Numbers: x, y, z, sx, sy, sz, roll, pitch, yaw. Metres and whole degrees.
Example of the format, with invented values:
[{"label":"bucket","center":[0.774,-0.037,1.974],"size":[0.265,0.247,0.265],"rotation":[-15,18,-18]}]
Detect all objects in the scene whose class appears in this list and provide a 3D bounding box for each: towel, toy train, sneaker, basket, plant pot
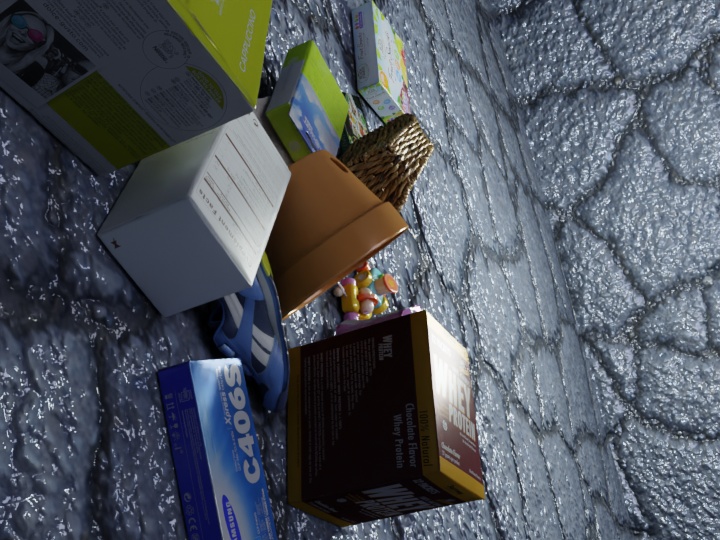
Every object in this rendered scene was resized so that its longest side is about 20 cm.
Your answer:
[{"label":"towel","center":[-0.106,-0.177,1.217],"size":[0.135,0.034,0.200],"rotation":[69,23,-7]},{"label":"toy train","center":[0.000,0.000,1.309],"size":[0.199,0.055,0.153],"rotation":[-7,81,-66]},{"label":"sneaker","center":[-0.125,0.071,0.968],"size":[0.074,0.081,0.203],"rotation":[-122,-159,-63]},{"label":"basket","center":[0.057,-0.143,1.351],"size":[0.151,0.141,0.200],"rotation":[61,22,-14]},{"label":"plant pot","center":[-0.058,-0.052,1.066],"size":[0.141,0.199,0.200],"rotation":[55,24,0]}]

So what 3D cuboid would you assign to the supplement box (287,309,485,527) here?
[{"label":"supplement box","center":[0.027,0.185,1.058],"size":[0.133,0.197,0.200],"rotation":[41,38,-50]}]

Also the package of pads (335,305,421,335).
[{"label":"package of pads","center":[0.047,0.157,1.210],"size":[0.075,0.119,0.204],"rotation":[-18,93,-55]}]

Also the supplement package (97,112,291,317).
[{"label":"supplement package","center":[-0.165,-0.072,0.906],"size":[0.118,0.115,0.202],"rotation":[58,28,-31]}]

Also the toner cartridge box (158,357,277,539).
[{"label":"toner cartridge box","center":[-0.141,0.192,0.870],"size":[0.095,0.043,0.204],"rotation":[5,70,-64]}]

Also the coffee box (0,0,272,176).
[{"label":"coffee box","center":[-0.216,-0.249,0.808],"size":[0.200,0.195,0.202],"rotation":[49,33,-43]}]

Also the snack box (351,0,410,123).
[{"label":"snack box","center":[0.041,-0.396,1.678],"size":[0.142,0.052,0.203],"rotation":[37,42,-52]}]

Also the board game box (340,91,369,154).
[{"label":"board game box","center":[-0.002,-0.204,1.486],"size":[0.104,0.023,0.203],"rotation":[-4,78,-68]}]

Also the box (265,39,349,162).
[{"label":"box","center":[-0.072,-0.220,1.220],"size":[0.123,0.047,0.202],"rotation":[57,28,-34]}]
